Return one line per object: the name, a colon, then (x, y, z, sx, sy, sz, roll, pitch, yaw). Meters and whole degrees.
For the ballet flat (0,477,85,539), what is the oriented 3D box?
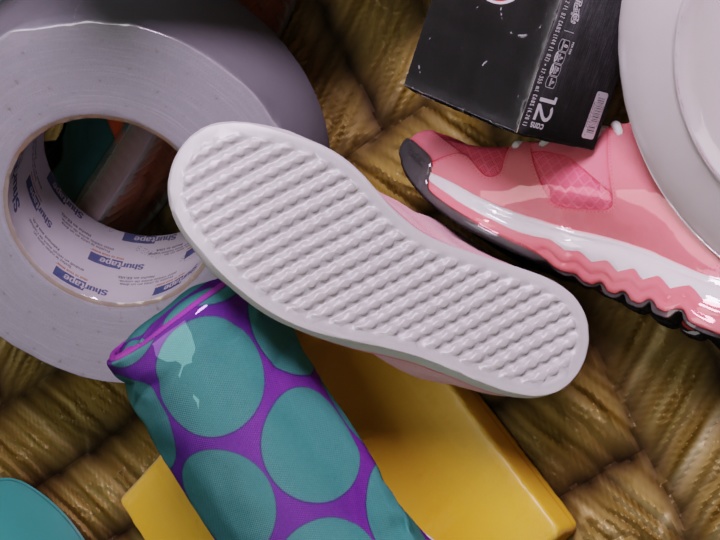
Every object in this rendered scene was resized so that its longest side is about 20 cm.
ballet flat: (-0.156, 0.202, 0.937, 0.200, 0.069, 0.072, 40, 130, 24)

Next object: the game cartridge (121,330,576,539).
game cartridge: (-0.012, 0.122, 0.862, 0.200, 0.032, 0.177, -45, 69, 22)

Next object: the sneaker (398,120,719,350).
sneaker: (0.112, -0.034, 0.768, 0.199, 0.074, 0.087, 25, 89, 26)

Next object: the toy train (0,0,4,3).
toy train: (-0.241, -0.105, 0.948, 0.085, 0.114, 0.202, 13, 97, 31)

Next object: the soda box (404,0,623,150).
soda box: (0.090, -0.158, 0.718, 0.070, 0.063, 0.202, 27, 103, 38)

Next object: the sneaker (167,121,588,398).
sneaker: (0.000, 0.000, 0.773, 0.199, 0.105, 0.076, 26, 85, -10)

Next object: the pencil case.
pencil case: (-0.028, 0.096, 0.780, 0.201, 0.092, 0.085, 56, 143, -2)

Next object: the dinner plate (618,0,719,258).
dinner plate: (0.182, -0.077, 0.643, 0.199, 0.024, 0.202, 15, 116, 32)

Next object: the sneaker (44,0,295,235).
sneaker: (-0.110, -0.108, 0.891, 0.080, 0.071, 0.200, 46, 115, 18)

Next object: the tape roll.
tape roll: (-0.116, -0.044, 0.837, 0.198, 0.066, 0.202, 4, 123, 6)
